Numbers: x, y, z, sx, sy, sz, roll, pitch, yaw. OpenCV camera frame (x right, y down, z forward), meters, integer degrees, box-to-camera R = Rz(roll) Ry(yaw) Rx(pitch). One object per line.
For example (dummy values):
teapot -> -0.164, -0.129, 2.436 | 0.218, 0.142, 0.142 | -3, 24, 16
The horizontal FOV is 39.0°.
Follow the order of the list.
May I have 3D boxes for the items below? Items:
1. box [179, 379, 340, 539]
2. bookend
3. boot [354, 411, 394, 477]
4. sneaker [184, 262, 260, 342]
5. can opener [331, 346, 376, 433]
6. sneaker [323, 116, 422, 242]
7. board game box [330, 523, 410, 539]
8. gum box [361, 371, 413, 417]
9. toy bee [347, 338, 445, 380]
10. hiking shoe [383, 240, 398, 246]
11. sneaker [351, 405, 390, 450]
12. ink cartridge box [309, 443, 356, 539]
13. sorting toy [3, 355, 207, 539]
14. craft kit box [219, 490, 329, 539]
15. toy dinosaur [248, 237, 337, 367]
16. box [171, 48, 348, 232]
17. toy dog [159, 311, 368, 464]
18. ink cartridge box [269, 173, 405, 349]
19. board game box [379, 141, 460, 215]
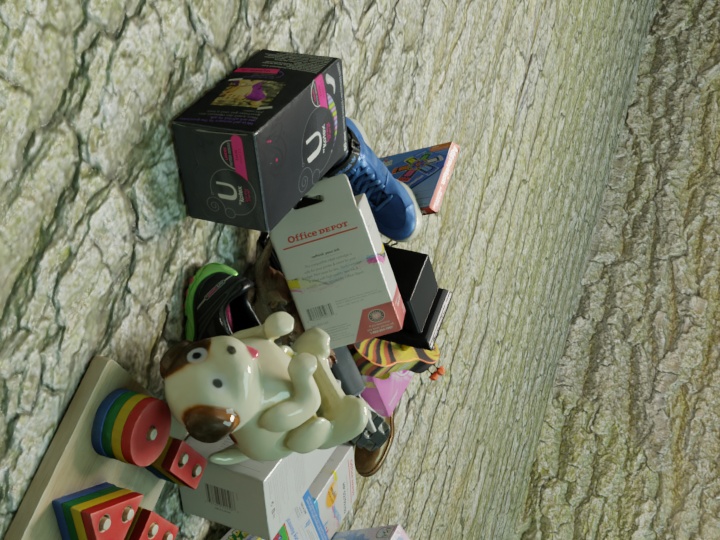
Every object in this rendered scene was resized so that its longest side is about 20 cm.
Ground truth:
box -> -0.119, 0.214, 1.248 | 0.200, 0.124, 0.098 | -49, 144, -49
bookend -> 0.000, 0.000, 1.328 | 0.199, 0.199, 0.092 | 69, 39, -55
boot -> 0.017, 0.239, 1.687 | 0.075, 0.073, 0.201 | 36, 62, -46
sneaker -> -0.154, 0.092, 1.155 | 0.077, 0.083, 0.201 | -40, 136, -56
can opener -> -0.031, 0.161, 1.414 | 0.067, 0.053, 0.200 | -33, 126, -13
sneaker -> -0.004, -0.121, 1.315 | 0.111, 0.077, 0.200 | -1, 57, -61
board game box -> -0.050, 0.454, 1.446 | 0.043, 0.199, 0.200 | 59, 39, -17
gum box -> 0.041, 0.122, 1.625 | 0.200, 0.066, 0.114 | -56, 133, -42
toy bee -> 0.074, 0.115, 1.479 | 0.199, 0.109, 0.131 | -27, 165, -22
hiking shoe -> -0.006, 0.046, 1.483 | 0.074, 0.086, 0.201 | -2, 103, -67
sneaker -> -0.042, 0.193, 1.511 | 0.074, 0.088, 0.200 | -45, 128, -6
ink cartridge box -> -0.061, 0.330, 1.517 | 0.200, 0.068, 0.116 | -52, 147, -47
sorting toy -> -0.239, 0.221, 1.032 | 0.199, 0.069, 0.201 | 62, 45, -57
craft kit box -> -0.127, 0.398, 1.338 | 0.197, 0.048, 0.200 | -44, 140, -28
toy dinosaur -> -0.103, 0.047, 1.270 | 0.136, 0.085, 0.201 | -54, 133, -65
box -> -0.104, -0.149, 1.125 | 0.200, 0.106, 0.123 | -52, 146, -46
toy dog -> -0.122, 0.125, 1.071 | 0.200, 0.194, 0.140 | 29, 35, -56
ink cartridge box -> -0.032, -0.015, 1.215 | 0.068, 0.116, 0.201 | -70, 143, -70
board game box -> 0.050, -0.117, 1.415 | 0.019, 0.200, 0.103 | 32, 68, -33
